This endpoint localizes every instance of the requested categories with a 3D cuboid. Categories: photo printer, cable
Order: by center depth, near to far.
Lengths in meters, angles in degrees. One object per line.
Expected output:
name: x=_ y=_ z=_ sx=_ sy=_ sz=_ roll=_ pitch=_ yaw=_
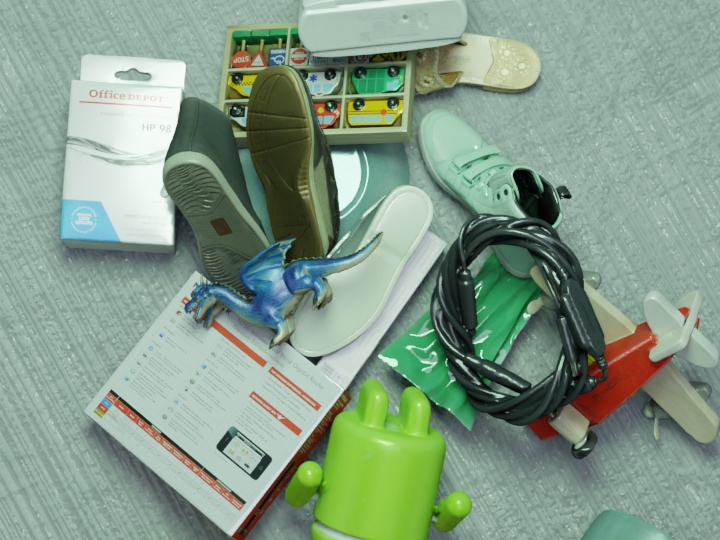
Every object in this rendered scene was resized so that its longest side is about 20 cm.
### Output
cable: x=0.144 y=0.043 z=1.522 sx=0.162 sy=0.051 sz=0.202 roll=-28 pitch=85 yaw=32
photo printer: x=0.021 y=-0.294 z=1.581 sx=0.164 sy=0.201 sz=0.070 roll=-6 pitch=129 yaw=4

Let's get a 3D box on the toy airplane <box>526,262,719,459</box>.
toy airplane: x=0.261 y=0.079 z=1.571 sx=0.197 sy=0.141 sz=0.202 roll=2 pitch=117 yaw=9

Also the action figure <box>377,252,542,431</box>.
action figure: x=0.122 y=0.050 z=1.608 sx=0.118 sy=0.055 sz=0.200 roll=39 pitch=76 yaw=2

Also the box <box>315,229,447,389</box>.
box: x=0.015 y=0.044 z=1.609 sx=0.041 sy=0.039 sz=0.201 roll=34 pitch=83 yaw=0

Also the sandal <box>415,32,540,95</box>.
sandal: x=0.084 y=-0.220 z=1.624 sx=0.209 sy=0.070 sz=0.079 roll=2 pitch=83 yaw=-5

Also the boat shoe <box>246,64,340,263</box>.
boat shoe: x=-0.062 y=-0.105 z=1.548 sx=0.072 sy=0.065 sz=0.202 roll=4 pitch=112 yaw=25

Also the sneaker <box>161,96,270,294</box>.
sneaker: x=-0.130 y=-0.073 z=1.570 sx=0.074 sy=0.201 sz=0.107 roll=-10 pitch=45 yaw=13

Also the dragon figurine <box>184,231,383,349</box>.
dragon figurine: x=-0.078 y=0.005 z=1.513 sx=0.200 sy=0.059 sz=0.100 roll=-41 pitch=85 yaw=14

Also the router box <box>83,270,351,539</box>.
router box: x=-0.140 y=0.132 z=1.559 sx=0.199 sy=0.049 sz=0.180 roll=37 pitch=83 yaw=16

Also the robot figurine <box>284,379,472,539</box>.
robot figurine: x=0.017 y=0.212 z=1.544 sx=0.173 sy=0.116 sz=0.202 roll=11 pitch=96 yaw=-10

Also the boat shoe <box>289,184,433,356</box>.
boat shoe: x=0.000 y=0.000 z=1.583 sx=0.073 sy=0.062 sz=0.201 roll=36 pitch=92 yaw=-11

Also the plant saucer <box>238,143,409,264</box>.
plant saucer: x=-0.046 y=-0.098 z=1.620 sx=0.198 sy=0.039 sz=0.204 roll=0 pitch=84 yaw=-4

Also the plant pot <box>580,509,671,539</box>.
plant pot: x=0.247 y=0.352 z=1.524 sx=0.199 sy=0.200 sz=0.197 roll=35 pitch=75 yaw=0

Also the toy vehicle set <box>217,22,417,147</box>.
toy vehicle set: x=-0.043 y=-0.188 z=1.596 sx=0.197 sy=0.027 sz=0.126 roll=-1 pitch=71 yaw=13

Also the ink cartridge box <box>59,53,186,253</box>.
ink cartridge box: x=-0.237 y=-0.123 z=1.596 sx=0.114 sy=0.067 sz=0.203 roll=3 pitch=83 yaw=-3

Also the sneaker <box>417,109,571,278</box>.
sneaker: x=0.135 y=-0.101 z=1.579 sx=0.073 sy=0.118 sz=0.201 roll=-29 pitch=73 yaw=-22
